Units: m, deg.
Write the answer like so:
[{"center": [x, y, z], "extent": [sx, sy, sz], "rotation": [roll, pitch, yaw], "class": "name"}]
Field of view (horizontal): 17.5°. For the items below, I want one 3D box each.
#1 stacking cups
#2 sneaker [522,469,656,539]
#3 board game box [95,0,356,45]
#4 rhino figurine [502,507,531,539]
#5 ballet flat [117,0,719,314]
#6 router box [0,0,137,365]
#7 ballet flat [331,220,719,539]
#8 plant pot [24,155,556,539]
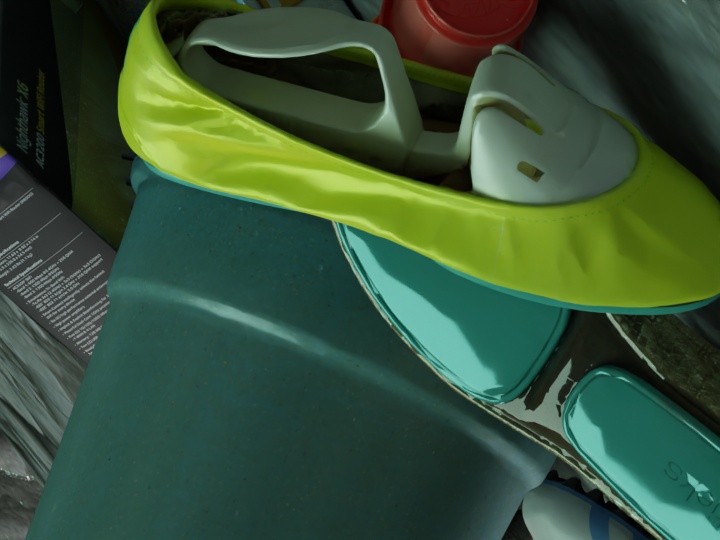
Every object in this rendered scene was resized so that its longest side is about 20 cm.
[{"center": [0.015, -0.059, 0.797], "extent": [0.061, 0.060, 0.200], "rotation": [53, 166, 8], "class": "stacking cups"}, {"center": [0.124, 0.171, 0.946], "extent": [0.200, 0.072, 0.072], "rotation": [55, 167, 6], "class": "sneaker"}, {"center": [-0.060, -0.108, 0.979], "extent": [0.135, 0.034, 0.200], "rotation": [55, 165, 1], "class": "board game box"}, {"center": [0.044, 0.117, 1.042], "extent": [0.060, 0.087, 0.200], "rotation": [43, 161, 39], "class": "rhino figurine"}, {"center": [0.019, -0.040, 0.698], "extent": [0.199, 0.067, 0.067], "rotation": [16, 135, 12], "class": "ballet flat"}, {"center": [-0.120, -0.047, 1.023], "extent": [0.157, 0.052, 0.200], "rotation": [43, -159, -31], "class": "router box"}, {"center": [0.073, 0.026, 0.767], "extent": [0.200, 0.071, 0.065], "rotation": [45, -152, 11], "class": "ballet flat"}, {"center": [-0.033, 0.088, 0.869], "extent": [0.200, 0.197, 0.200], "rotation": [22, 168, 5], "class": "plant pot"}]
